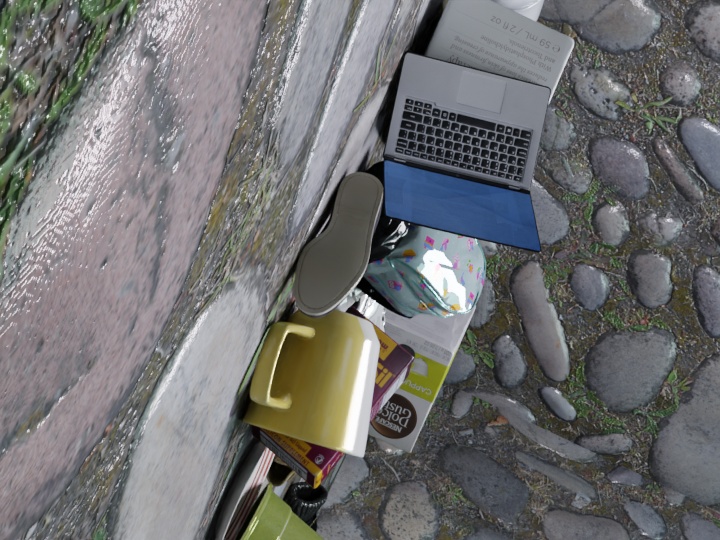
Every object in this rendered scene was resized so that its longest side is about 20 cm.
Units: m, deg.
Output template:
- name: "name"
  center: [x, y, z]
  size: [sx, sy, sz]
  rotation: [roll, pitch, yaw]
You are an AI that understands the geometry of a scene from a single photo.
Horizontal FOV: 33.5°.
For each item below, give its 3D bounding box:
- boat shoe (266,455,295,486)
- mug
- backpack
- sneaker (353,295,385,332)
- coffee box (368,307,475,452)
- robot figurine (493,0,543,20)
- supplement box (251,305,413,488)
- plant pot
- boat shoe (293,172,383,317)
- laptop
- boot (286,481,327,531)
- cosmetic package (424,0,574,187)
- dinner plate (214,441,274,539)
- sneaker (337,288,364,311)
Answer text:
- name: "boat shoe"
  center: [-0.098, 0.253, 1.718]
  size: [0.065, 0.071, 0.201]
  rotation: [-50, 165, -33]
- name: "mug"
  center: [-0.045, 0.122, 1.379]
  size: [0.187, 0.147, 0.155]
  rotation: [120, -13, -82]
- name: "backpack"
  center: [0.066, -0.021, 1.506]
  size: [0.200, 0.126, 0.168]
  rotation: [48, 61, -36]
- name: "sneaker"
  center: [0.015, 0.028, 1.692]
  size: [0.202, 0.075, 0.116]
  rotation: [-56, 151, -13]
- name: "coffee box"
  center: [0.046, 0.133, 1.920]
  size: [0.200, 0.198, 0.200]
  rotation: [-54, 167, -65]
- name: "robot figurine"
  center: [0.209, -0.406, 1.698]
  size: [0.200, 0.111, 0.172]
  rotation: [91, 3, -76]
- name: "supplement box"
  center: [-0.035, 0.161, 1.527]
  size: [0.200, 0.110, 0.086]
  rotation: [-49, 170, -18]
- name: "plant pot"
  center: [-0.101, 0.436, 1.691]
  size: [0.202, 0.189, 0.200]
  rotation: [-59, -178, 4]
- name: "boat shoe"
  center: [-0.022, -0.019, 1.336]
  size: [0.063, 0.072, 0.202]
  rotation: [101, 9, -54]
- name: "laptop"
  center: [0.128, -0.139, 1.376]
  size: [0.116, 0.185, 0.203]
  rotation: [-164, -94, -81]
- name: "boot"
  center: [-0.118, 0.497, 2.474]
  size: [0.211, 0.079, 0.160]
  rotation: [-46, 159, -73]
- name: "cosmetic package"
  center: [0.148, -0.222, 1.523]
  size: [0.166, 0.166, 0.202]
  rotation: [-153, -94, -88]
- name: "dinner plate"
  center: [-0.156, 0.297, 1.607]
  size: [0.200, 0.024, 0.202]
  rotation: [24, 89, -83]
- name: "sneaker"
  center: [0.000, 0.000, 1.581]
  size: [0.070, 0.079, 0.202]
  rotation: [83, 33, -82]
